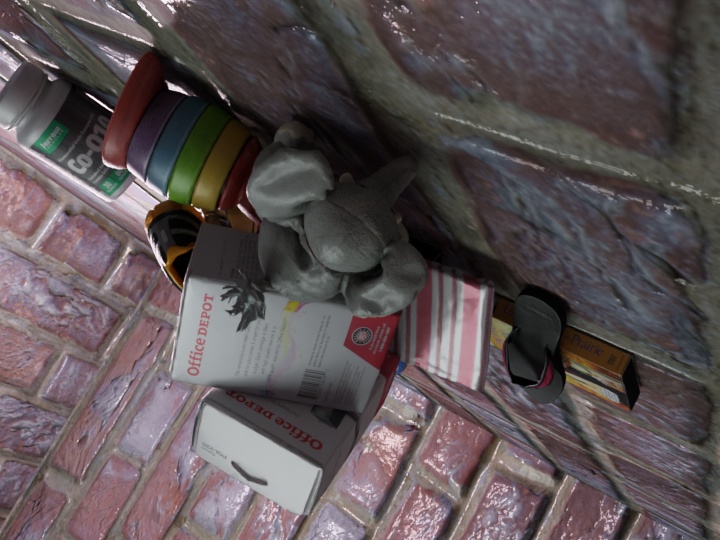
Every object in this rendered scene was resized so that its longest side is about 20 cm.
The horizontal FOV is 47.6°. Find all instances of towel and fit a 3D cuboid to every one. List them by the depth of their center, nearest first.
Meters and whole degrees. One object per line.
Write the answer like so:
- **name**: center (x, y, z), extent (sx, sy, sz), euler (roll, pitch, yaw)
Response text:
- **towel**: center (0.053, 0.038, 0.888), extent (0.199, 0.030, 0.147), euler (21, 133, 25)

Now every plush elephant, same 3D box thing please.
- **plush elephant**: center (-0.016, -0.040, 0.667), extent (0.165, 0.200, 0.154), euler (49, 141, -16)

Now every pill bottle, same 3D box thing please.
- **pill bottle**: center (-0.407, -0.195, 1.149), extent (0.200, 0.114, 0.113), euler (35, 169, -30)

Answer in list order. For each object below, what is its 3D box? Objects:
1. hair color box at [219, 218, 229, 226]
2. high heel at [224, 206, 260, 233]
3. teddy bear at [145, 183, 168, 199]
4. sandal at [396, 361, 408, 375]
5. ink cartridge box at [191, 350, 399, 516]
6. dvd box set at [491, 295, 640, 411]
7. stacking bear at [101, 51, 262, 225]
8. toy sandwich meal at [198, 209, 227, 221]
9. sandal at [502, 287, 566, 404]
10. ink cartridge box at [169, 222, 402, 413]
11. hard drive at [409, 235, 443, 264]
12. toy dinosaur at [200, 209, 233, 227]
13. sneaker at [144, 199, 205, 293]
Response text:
- **hair color box**: center (-0.138, -0.012, 1.077), extent (0.109, 0.065, 0.200), euler (20, 177, 9)
- **high heel**: center (-0.138, -0.071, 0.881), extent (0.200, 0.071, 0.143), euler (44, -150, 3)
- **teddy bear**: center (-0.265, -0.125, 1.276), extent (0.199, 0.067, 0.145), euler (34, 163, 17)
- **sandal**: center (-0.033, 0.090, 1.010), extent (0.199, 0.080, 0.087), euler (9, -172, 25)
- **ink cartridge box**: center (-0.065, 0.141, 0.878), extent (0.145, 0.200, 0.085), euler (27, 129, 11)
- **dvd box set**: center (0.225, 0.092, 0.959), extent (0.199, 0.030, 0.146), euler (25, 167, 29)
- **stacking bear**: center (-0.144, -0.112, 0.824), extent (0.199, 0.114, 0.121), euler (26, 171, -5)
- **toy sandwich meal**: center (-0.136, -0.085, 1.063), extent (0.204, 0.071, 0.205), euler (20, 176, 2)
- **sandal**: center (0.183, 0.093, 0.886), extent (0.075, 0.045, 0.200), euler (27, 153, 27)
- **ink cartridge box**: center (-0.074, 0.049, 0.796), extent (0.199, 0.086, 0.148), euler (13, 129, -9)
- **hard drive**: center (0.000, 0.000, 0.953), extent (0.199, 0.038, 0.140), euler (25, 134, 26)
- **toy dinosaur**: center (-0.162, -0.005, 0.958), extent (0.060, 0.201, 0.106), euler (-2, 178, -42)
- **sneaker**: center (-0.156, 0.014, 0.875), extent (0.200, 0.078, 0.077), euler (46, -170, -37)
